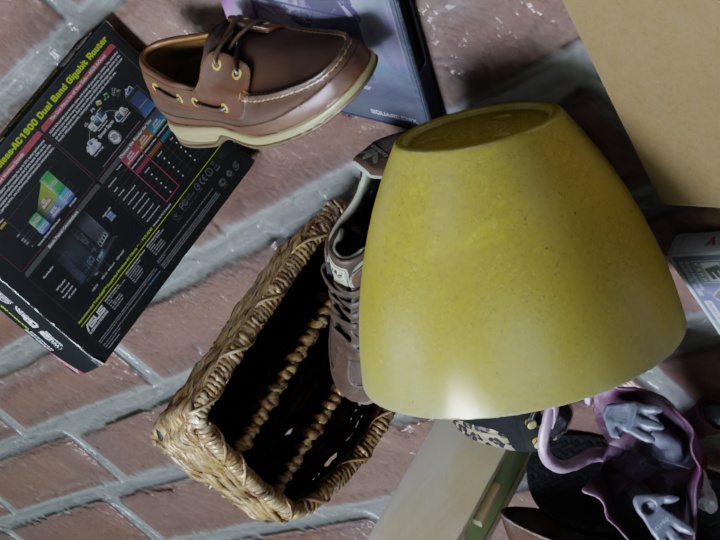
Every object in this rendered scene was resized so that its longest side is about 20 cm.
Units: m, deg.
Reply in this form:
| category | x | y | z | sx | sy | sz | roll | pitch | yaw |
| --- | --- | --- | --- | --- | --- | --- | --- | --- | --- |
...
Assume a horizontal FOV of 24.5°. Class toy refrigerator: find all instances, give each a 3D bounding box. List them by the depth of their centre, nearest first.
| category | x | y | z | sx | sy | sz | roll | pitch | yaw |
| --- | --- | --- | --- | --- | --- | --- | --- | --- | --- |
| toy refrigerator | 0.067 | 0.187 | 1.264 | 0.069 | 0.201 | 0.076 | 20 | 148 | 23 |

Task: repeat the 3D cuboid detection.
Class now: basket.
| category | x | y | z | sx | sy | sz | roll | pitch | yaw |
| --- | --- | --- | --- | --- | --- | --- | --- | --- | --- |
| basket | -0.034 | 0.077 | 1.186 | 0.142 | 0.201 | 0.149 | 37 | 158 | -8 |

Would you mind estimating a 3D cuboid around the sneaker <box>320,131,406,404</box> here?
| category | x | y | z | sx | sy | sz | roll | pitch | yaw |
| --- | --- | --- | --- | --- | --- | --- | --- | --- | --- |
| sneaker | 0.000 | 0.000 | 1.092 | 0.070 | 0.075 | 0.202 | 35 | 121 | 39 |

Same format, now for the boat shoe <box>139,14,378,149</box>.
| category | x | y | z | sx | sy | sz | roll | pitch | yaw |
| --- | --- | --- | --- | --- | --- | --- | --- | --- | --- |
| boat shoe | -0.072 | -0.122 | 1.036 | 0.199 | 0.072 | 0.068 | 0 | 139 | 50 |

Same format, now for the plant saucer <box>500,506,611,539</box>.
| category | x | y | z | sx | sy | sz | roll | pitch | yaw |
| --- | --- | --- | --- | --- | --- | --- | --- | --- | --- |
| plant saucer | 0.198 | 0.222 | 1.245 | 0.198 | 0.035 | 0.200 | 15 | 180 | 0 |

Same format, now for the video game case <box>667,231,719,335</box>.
| category | x | y | z | sx | sy | sz | roll | pitch | yaw |
| --- | --- | --- | --- | --- | --- | --- | --- | --- | --- |
| video game case | 0.304 | 0.048 | 0.997 | 0.181 | 0.023 | 0.200 | -3 | 134 | 47 |

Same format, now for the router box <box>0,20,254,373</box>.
| category | x | y | z | sx | sy | sz | roll | pitch | yaw |
| --- | --- | --- | --- | --- | --- | --- | --- | --- | --- |
| router box | -0.191 | -0.051 | 1.165 | 0.150 | 0.201 | 0.062 | 43 | 155 | -17 |

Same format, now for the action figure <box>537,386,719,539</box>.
| category | x | y | z | sx | sy | sz | roll | pitch | yaw |
| --- | --- | --- | --- | --- | --- | --- | --- | --- | --- |
| action figure | 0.198 | 0.144 | 1.121 | 0.148 | 0.135 | 0.200 | 19 | -178 | 17 |

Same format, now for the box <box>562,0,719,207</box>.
| category | x | y | z | sx | sy | sz | roll | pitch | yaw |
| --- | --- | --- | --- | --- | --- | --- | --- | --- | --- |
| box | 0.195 | -0.109 | 0.871 | 0.162 | 0.021 | 0.201 | 5 | 140 | 42 |

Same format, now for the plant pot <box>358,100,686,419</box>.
| category | x | y | z | sx | sy | sz | roll | pitch | yaw |
| --- | --- | --- | --- | --- | --- | --- | --- | --- | --- |
| plant pot | 0.083 | -0.019 | 0.982 | 0.199 | 0.199 | 0.143 | 3 | 112 | 43 |

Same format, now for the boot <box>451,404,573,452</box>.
| category | x | y | z | sx | sy | sz | roll | pitch | yaw |
| --- | --- | --- | --- | --- | --- | --- | --- | --- | --- |
| boot | 0.118 | 0.066 | 1.164 | 0.198 | 0.074 | 0.151 | -1 | 145 | 28 |

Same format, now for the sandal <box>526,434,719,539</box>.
| category | x | y | z | sx | sy | sz | roll | pitch | yaw |
| --- | --- | --- | --- | --- | --- | --- | --- | --- | --- |
| sandal | 0.214 | 0.177 | 1.236 | 0.198 | 0.076 | 0.045 | 13 | 155 | 29 |

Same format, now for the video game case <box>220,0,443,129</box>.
| category | x | y | z | sx | sy | sz | roll | pitch | yaw |
| --- | --- | --- | --- | --- | --- | --- | --- | --- | --- |
| video game case | -0.031 | -0.172 | 1.013 | 0.142 | 0.019 | 0.201 | 17 | 148 | 29 |
